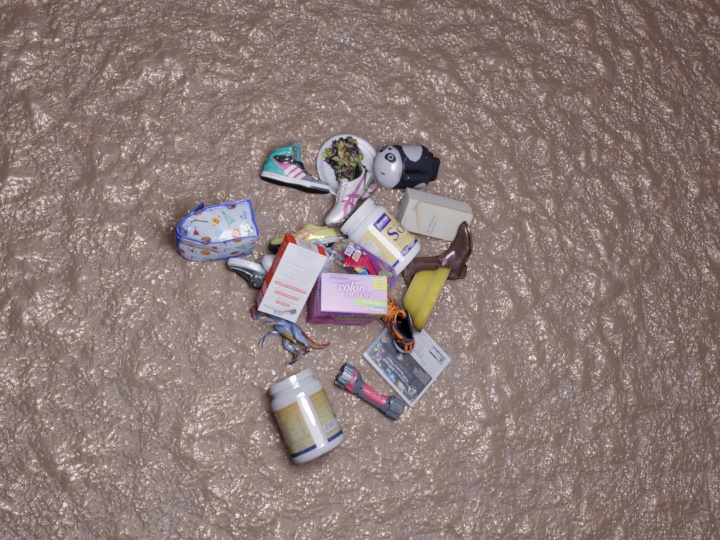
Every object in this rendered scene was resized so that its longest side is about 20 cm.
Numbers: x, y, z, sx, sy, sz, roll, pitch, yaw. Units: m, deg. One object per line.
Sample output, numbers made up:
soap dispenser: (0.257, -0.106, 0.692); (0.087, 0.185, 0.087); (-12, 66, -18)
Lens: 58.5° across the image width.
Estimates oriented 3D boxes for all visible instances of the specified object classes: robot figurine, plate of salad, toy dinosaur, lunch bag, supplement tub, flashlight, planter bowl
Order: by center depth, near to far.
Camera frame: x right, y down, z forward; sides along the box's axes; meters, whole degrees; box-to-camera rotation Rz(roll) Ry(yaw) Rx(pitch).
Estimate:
supplement tub: (-0.140, 0.362, 1.614); (0.142, 0.144, 0.203); (-22, 83, -19)
lunch bag: (-0.373, -0.097, 1.645); (0.196, 0.170, 0.126); (-14, 77, -18)
toy dinosaur: (-0.207, 0.155, 1.702); (0.198, 0.105, 0.184); (-8, 65, -53)
flashlight: (0.028, 0.321, 1.712); (0.198, 0.068, 0.069); (31, 75, -5)
planter bowl: (0.169, 0.064, 1.752); (0.082, 0.201, 0.203); (26, 70, 6)
supplement tub: (0.054, -0.086, 1.777); (0.200, 0.145, 0.146); (45, 70, -2)
robot figurine: (0.131, -0.301, 1.852); (0.196, 0.150, 0.128); (-5, 85, -25)
plate of salad: (-0.029, -0.304, 1.858); (0.196, 0.048, 0.205); (4, 76, -14)

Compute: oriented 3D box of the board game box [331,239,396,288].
board game box: (0.000, 0.000, 1.731); (0.198, 0.158, 0.039); (34, 60, -6)

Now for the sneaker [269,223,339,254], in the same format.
sneaker: (-0.156, -0.085, 1.762); (0.196, 0.079, 0.092); (-6, 58, -18)

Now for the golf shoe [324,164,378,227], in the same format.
golf shoe: (-0.040, -0.204, 1.780); (0.092, 0.072, 0.201); (48, 66, -16)

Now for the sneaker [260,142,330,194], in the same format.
sneaker: (-0.172, -0.291, 1.800); (0.196, 0.084, 0.123); (13, 83, -11)

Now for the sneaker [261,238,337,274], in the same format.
sneaker: (-0.157, -0.031, 1.691); (0.197, 0.116, 0.076); (15, 35, -35)

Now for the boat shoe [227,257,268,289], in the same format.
boat shoe: (-0.263, 0.024, 1.702); (0.197, 0.069, 0.058); (22, 72, -12)

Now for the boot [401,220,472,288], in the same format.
boot: (0.213, -0.042, 1.817); (0.196, 0.064, 0.190); (-7, 117, -16)

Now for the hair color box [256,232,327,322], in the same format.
hair color box: (-0.177, 0.020, 1.631); (0.109, 0.064, 0.203); (20, 109, -23)

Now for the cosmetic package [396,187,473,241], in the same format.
cosmetic package: (0.212, -0.158, 1.853); (0.196, 0.105, 0.074); (11, 33, -13)

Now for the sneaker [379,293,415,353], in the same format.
sneaker: (0.094, 0.117, 1.735); (0.077, 0.113, 0.201); (-28, 65, -14)

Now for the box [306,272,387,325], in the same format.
box: (-0.039, 0.080, 1.681); (0.172, 0.200, 0.099); (4, 75, -15)

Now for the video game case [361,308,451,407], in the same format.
video game case: (0.129, 0.242, 1.785); (0.200, 0.023, 0.182); (46, 69, -2)
